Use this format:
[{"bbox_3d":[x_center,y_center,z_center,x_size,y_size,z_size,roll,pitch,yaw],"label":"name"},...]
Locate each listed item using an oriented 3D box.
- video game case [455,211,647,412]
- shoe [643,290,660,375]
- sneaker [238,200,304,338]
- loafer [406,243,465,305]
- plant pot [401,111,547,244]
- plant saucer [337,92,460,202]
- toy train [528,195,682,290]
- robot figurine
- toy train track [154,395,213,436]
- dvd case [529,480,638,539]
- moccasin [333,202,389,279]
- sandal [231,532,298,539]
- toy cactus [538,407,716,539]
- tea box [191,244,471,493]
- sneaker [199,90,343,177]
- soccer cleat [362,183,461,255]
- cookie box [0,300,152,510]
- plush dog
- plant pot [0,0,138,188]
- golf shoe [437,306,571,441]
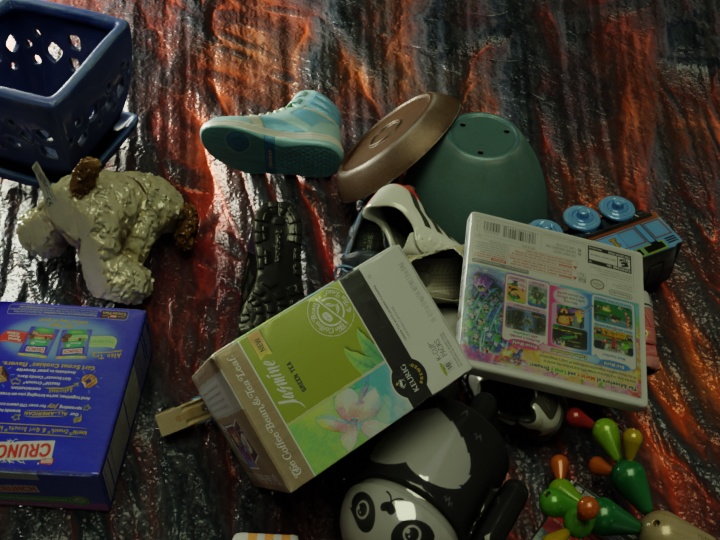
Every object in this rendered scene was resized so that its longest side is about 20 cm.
[{"bbox_3d":[0.199,0.040,0.883,0.197,0.024,0.184,13,59,-5],"label":"video game case"},{"bbox_3d":[0.228,0.080,0.945,0.197,0.072,0.092,-7,65,10],"label":"shoe"},{"bbox_3d":[-0.106,0.029,0.992,0.075,0.088,0.203,12,69,-16],"label":"sneaker"},{"bbox_3d":[0.124,0.005,0.940,0.197,0.068,0.077,-11,91,-3],"label":"loafer"},{"bbox_3d":[0.148,-0.119,1.084,0.197,0.136,0.202,1,47,-1],"label":"plant pot"},{"bbox_3d":[0.040,-0.167,1.104,0.035,0.199,0.201,48,50,-17],"label":"plant saucer"},{"bbox_3d":[0.280,-0.018,1.024,0.198,0.087,0.115,-18,46,-18],"label":"toy train"},{"bbox_3d":[0.063,0.197,0.794,0.125,0.150,0.200,47,53,-10],"label":"robot figurine"},{"bbox_3d":[-0.120,0.125,0.907,0.198,0.033,0.116,-21,92,-13],"label":"toy train track"},{"bbox_3d":[0.203,0.304,0.773,0.145,0.022,0.200,32,53,25],"label":"dvd case"},{"bbox_3d":[0.000,0.000,1.013,0.079,0.069,0.202,-1,47,-3],"label":"moccasin"},{"bbox_3d":[-0.056,0.274,0.760,0.204,0.080,0.060,17,47,2],"label":"sandal"},{"bbox_3d":[0.247,0.224,0.783,0.163,0.103,0.201,19,39,1],"label":"toy cactus"},{"bbox_3d":[-0.038,0.097,0.799,0.195,0.200,0.135,-32,88,-20],"label":"tea box"},{"bbox_3d":[-0.117,-0.201,1.191,0.197,0.080,0.132,10,48,-5],"label":"sneaker"},{"bbox_3d":[0.083,-0.019,1.004,0.200,0.069,0.085,49,40,8],"label":"soccer cleat"},{"bbox_3d":[-0.319,0.134,0.874,0.168,0.076,0.202,4,47,1],"label":"cookie box"},{"bbox_3d":[-0.292,-0.074,1.039,0.198,0.162,0.171,27,25,20],"label":"plush dog"},{"bbox_3d":[-0.417,-0.223,1.130,0.197,0.181,0.201,14,48,12],"label":"plant pot"},{"bbox_3d":[0.130,0.098,0.900,0.199,0.094,0.078,35,99,30],"label":"golf shoe"}]
